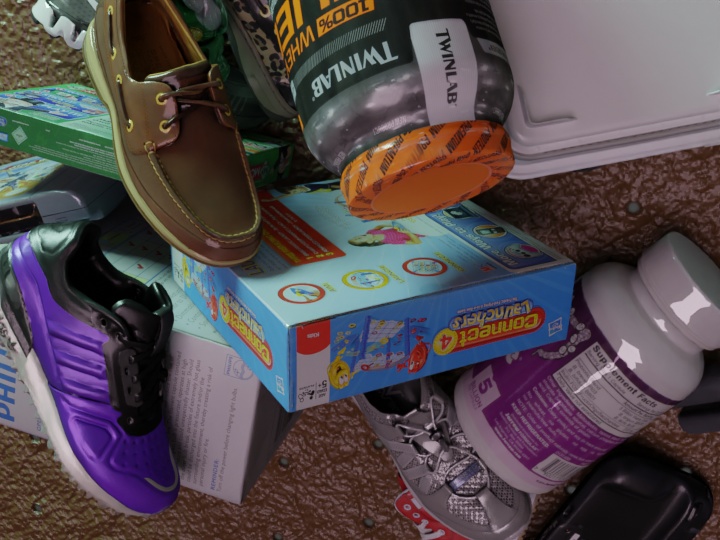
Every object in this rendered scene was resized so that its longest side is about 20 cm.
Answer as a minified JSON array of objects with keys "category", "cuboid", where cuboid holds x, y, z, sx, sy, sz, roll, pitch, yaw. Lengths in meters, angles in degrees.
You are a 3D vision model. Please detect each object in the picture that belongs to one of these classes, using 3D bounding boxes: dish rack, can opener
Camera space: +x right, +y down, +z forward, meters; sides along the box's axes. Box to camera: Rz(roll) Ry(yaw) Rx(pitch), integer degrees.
[{"category":"dish rack","cuboid":[0.157,-0.154,0.638,0.199,0.044,0.172,-11,89,-4]},{"category":"can opener","cuboid":[0.276,0.090,0.705,0.053,0.067,0.200,51,150,-8]}]

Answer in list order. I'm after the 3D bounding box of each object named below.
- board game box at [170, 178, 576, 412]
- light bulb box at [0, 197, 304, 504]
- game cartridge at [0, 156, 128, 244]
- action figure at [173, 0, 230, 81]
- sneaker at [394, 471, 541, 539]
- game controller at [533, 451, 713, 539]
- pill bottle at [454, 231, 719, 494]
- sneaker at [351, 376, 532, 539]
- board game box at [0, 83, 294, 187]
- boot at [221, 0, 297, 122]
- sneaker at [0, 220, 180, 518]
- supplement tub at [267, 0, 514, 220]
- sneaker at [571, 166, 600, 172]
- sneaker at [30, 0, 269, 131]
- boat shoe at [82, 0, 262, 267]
[{"category":"board game box","cuboid":[0.000,0.000,0.684,0.195,0.200,0.056,-12,118,-25]},{"category":"light bulb box","cuboid":[-0.139,0.048,0.790,0.199,0.198,0.125,16,113,10]},{"category":"game cartridge","cuboid":[-0.269,-0.056,0.821,0.199,0.133,0.042,-10,117,19]},{"category":"action figure","cuboid":[-0.150,-0.208,0.696,0.118,0.055,0.200,-17,117,45]},{"category":"sneaker","cuboid":[0.067,0.229,0.876,0.112,0.071,0.200,21,109,3]},{"category":"game controller","cuboid":[0.194,0.229,0.850,0.104,0.042,0.200,28,117,-6]},{"category":"pill bottle","cuboid":[0.171,0.065,0.753,0.112,0.112,0.200,45,116,-5]},{"category":"sneaker","cuboid":[0.047,0.127,0.793,0.075,0.082,0.200,-44,73,-5]},{"category":"board game box","cuboid":[-0.166,-0.096,0.762,0.199,0.135,0.029,17,108,16]},{"category":"boot","cuboid":[-0.032,-0.212,0.719,0.150,0.073,0.200,-13,111,22]},{"category":"sneaker","cuboid":[-0.152,0.058,0.651,0.099,0.070,0.200,-25,100,19]},{"category":"supplement tub","cuboid":[0.014,-0.138,0.594,0.122,0.122,0.201,-22,75,24]},{"category":"sneaker","cuboid":[0.084,-0.095,0.699,0.199,0.088,0.074,17,139,-14]},{"category":"sneaker","cuboid":[-0.147,-0.178,0.772,0.200,0.066,0.091,31,120,5]},{"category":"boat shoe","cuboid":[-0.114,-0.095,0.634,0.200,0.072,0.068,63,148,20]}]
